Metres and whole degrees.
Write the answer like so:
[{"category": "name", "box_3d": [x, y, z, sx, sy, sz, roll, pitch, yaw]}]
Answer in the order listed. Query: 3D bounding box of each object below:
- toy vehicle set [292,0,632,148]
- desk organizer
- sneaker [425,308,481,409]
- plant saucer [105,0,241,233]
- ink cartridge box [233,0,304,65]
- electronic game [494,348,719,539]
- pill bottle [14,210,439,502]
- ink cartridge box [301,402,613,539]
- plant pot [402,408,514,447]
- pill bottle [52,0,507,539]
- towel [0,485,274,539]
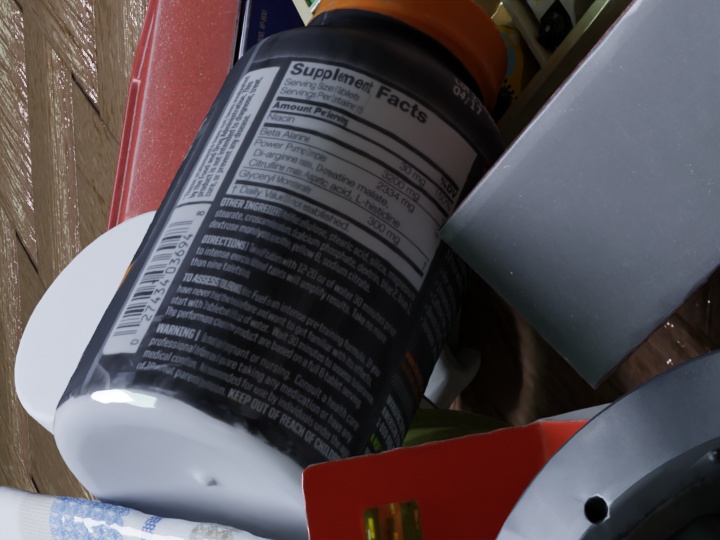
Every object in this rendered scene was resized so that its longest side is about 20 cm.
[{"category": "toy vehicle set", "box_3d": [0.031, -0.119, 0.883, 0.124, 0.026, 0.200, -52, 43, 27]}, {"category": "desk organizer", "box_3d": [0.112, -0.058, 0.676, 0.072, 0.077, 0.200, 44, 137, 5]}, {"category": "sneaker", "box_3d": [0.008, -0.001, 1.046, 0.081, 0.075, 0.200, -50, 40, 33]}, {"category": "plant saucer", "box_3d": [-0.088, -0.056, 1.029, 0.200, 0.037, 0.200, 118, 161, -64]}, {"category": "ink cartridge box", "box_3d": [-0.053, -0.069, 1.040, 0.200, 0.037, 0.095, 108, 169, -55]}, {"category": "electronic game", "box_3d": [0.123, 0.114, 0.578, 0.042, 0.200, 0.200, -24, -74, -76]}, {"category": "pill bottle", "box_3d": [-0.033, 0.072, 0.888, 0.200, 0.116, 0.116, 44, -176, -34]}, {"category": "ink cartridge box", "box_3d": [0.094, 0.114, 0.620, 0.047, 0.200, 0.160, -169, 71, -73]}, {"category": "plant pot", "box_3d": [0.072, 0.129, 0.751, 0.184, 0.200, 0.201, -25, 74, 59]}, {"category": "pill bottle", "box_3d": [-0.015, -0.007, 0.762, 0.106, 0.106, 0.200, 116, 179, -60]}, {"category": "towel", "box_3d": [-0.050, 0.142, 0.738, 0.200, 0.024, 0.147, 3, 113, 43]}]
